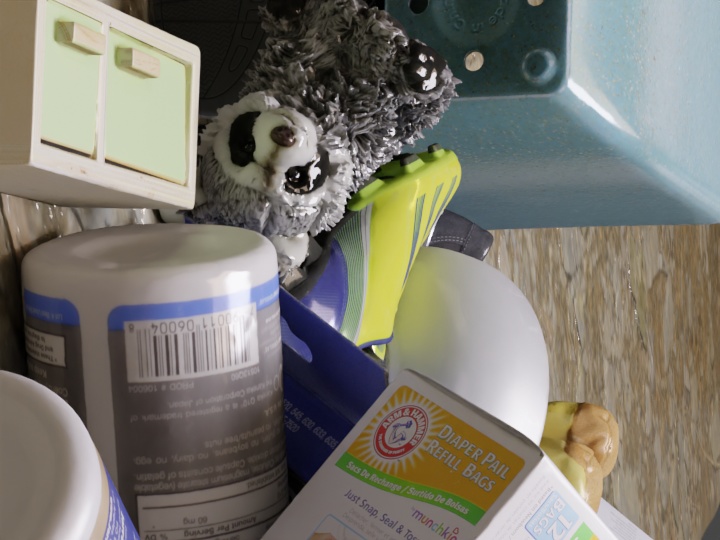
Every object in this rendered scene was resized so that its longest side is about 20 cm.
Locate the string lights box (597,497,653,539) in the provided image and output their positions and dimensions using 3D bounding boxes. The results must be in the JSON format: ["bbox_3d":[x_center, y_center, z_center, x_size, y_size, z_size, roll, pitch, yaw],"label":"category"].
[{"bbox_3d":[0.090,0.207,1.657,0.103,0.200,0.059,39,44,-29],"label":"string lights box"}]

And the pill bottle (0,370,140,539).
[{"bbox_3d":[-0.131,0.137,1.018,0.200,0.115,0.116,73,23,-51],"label":"pill bottle"}]

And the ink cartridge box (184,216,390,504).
[{"bbox_3d":[-0.041,0.101,1.271,0.198,0.047,0.201,35,-38,52],"label":"ink cartridge box"}]

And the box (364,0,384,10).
[{"bbox_3d":[0.001,-0.113,1.634,0.199,0.049,0.201,-62,150,-61],"label":"box"}]

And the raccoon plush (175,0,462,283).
[{"bbox_3d":[-0.016,-0.048,1.300,0.134,0.097,0.200,-59,156,-9],"label":"raccoon plush"}]

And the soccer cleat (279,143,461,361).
[{"bbox_3d":[-0.001,0.000,1.375,0.200,0.065,0.084,-46,117,-50],"label":"soccer cleat"}]

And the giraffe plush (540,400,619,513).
[{"bbox_3d":[0.033,0.081,1.562,0.163,0.199,0.173,69,28,-22],"label":"giraffe plush"}]

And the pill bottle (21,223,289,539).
[{"bbox_3d":[-0.088,0.087,1.181,0.114,0.113,0.201,-40,130,-71],"label":"pill bottle"}]

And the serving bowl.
[{"bbox_3d":[0.002,0.072,1.417,0.066,0.200,0.201,33,55,-42],"label":"serving bowl"}]

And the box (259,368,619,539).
[{"bbox_3d":[0.012,0.161,1.136,0.200,0.101,0.113,-50,131,-9],"label":"box"}]

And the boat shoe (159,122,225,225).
[{"bbox_3d":[-0.050,-0.055,1.420,0.201,0.060,0.072,-30,119,-73],"label":"boat shoe"}]

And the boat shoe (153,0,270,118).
[{"bbox_3d":[-0.060,-0.166,1.358,0.065,0.074,0.203,49,37,-62],"label":"boat shoe"}]

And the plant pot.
[{"bbox_3d":[0.106,-0.138,1.594,0.200,0.195,0.197,20,71,-65],"label":"plant pot"}]

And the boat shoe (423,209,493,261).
[{"bbox_3d":[0.039,0.046,1.658,0.070,0.066,0.201,-60,168,-57],"label":"boat shoe"}]

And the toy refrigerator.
[{"bbox_3d":[-0.125,-0.071,1.117,0.200,0.070,0.076,16,76,-74],"label":"toy refrigerator"}]
